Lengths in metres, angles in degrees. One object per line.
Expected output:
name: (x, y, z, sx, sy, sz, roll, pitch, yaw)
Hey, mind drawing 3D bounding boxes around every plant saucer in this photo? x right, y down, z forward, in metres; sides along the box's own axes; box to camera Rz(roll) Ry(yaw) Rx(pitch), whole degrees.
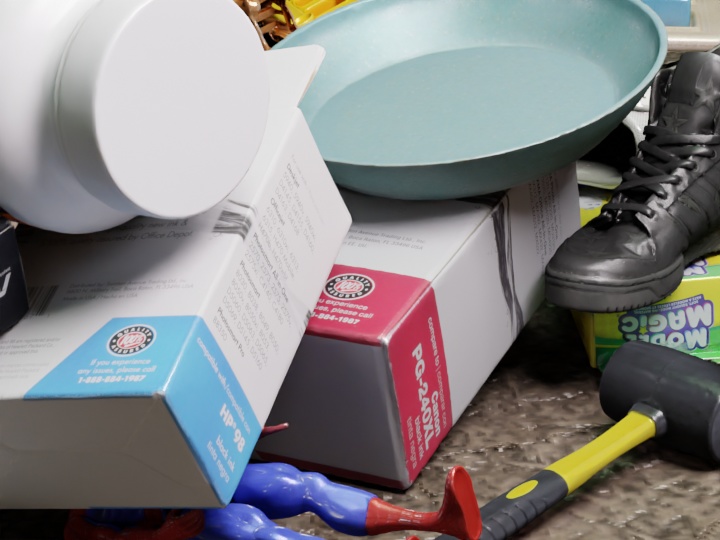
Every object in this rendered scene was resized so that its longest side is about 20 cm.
plant saucer: (0.045, -0.083, 0.907, 0.199, 0.036, 0.200, -8, 30, 5)

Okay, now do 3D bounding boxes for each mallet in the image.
mallet: (0.091, 0.087, 0.787, 0.066, 0.041, 0.200, 15, 32, 35)

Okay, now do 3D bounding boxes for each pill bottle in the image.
pill bottle: (-0.135, -0.076, 0.756, 0.200, 0.113, 0.113, 13, 26, 42)

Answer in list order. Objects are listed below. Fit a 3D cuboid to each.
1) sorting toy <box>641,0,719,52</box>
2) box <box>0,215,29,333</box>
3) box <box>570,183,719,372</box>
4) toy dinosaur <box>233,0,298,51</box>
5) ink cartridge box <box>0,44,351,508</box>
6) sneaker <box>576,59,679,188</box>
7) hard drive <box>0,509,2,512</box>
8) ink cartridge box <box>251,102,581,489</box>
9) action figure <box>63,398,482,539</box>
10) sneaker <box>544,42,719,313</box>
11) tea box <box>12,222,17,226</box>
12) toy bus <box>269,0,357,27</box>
sorting toy: (0.120, -0.154, 1.089, 0.199, 0.037, 0.185, -2, 18, 9)
box: (-0.247, 0.024, 0.701, 0.161, 0.049, 0.200, 21, 44, 29)
box: (0.162, -0.001, 0.985, 0.117, 0.049, 0.200, -4, 22, -1)
toy dinosaur: (-0.066, -0.110, 1.086, 0.135, 0.201, 0.102, 10, 8, 37)
ink cartridge box: (-0.079, 0.000, 0.782, 0.116, 0.067, 0.200, -4, 42, 27)
sneaker: (0.170, -0.077, 1.033, 0.199, 0.074, 0.089, -11, 21, 7)
hard drive: (-0.254, 0.112, 0.763, 0.199, 0.038, 0.140, -3, 20, 4)
ink cartridge box: (0.000, 0.000, 0.902, 0.145, 0.084, 0.200, 8, 35, 29)
action figure: (-0.054, 0.090, 0.755, 0.200, 0.052, 0.065, 1, 39, 31)
sneaker: (0.154, -0.057, 0.922, 0.060, 0.105, 0.200, 15, 28, 41)
tea box: (-0.279, 0.004, 0.917, 0.196, 0.134, 0.200, 0, 22, 11)
toy bus: (-0.015, -0.147, 1.316, 0.192, 0.136, 0.200, -23, 21, -6)
